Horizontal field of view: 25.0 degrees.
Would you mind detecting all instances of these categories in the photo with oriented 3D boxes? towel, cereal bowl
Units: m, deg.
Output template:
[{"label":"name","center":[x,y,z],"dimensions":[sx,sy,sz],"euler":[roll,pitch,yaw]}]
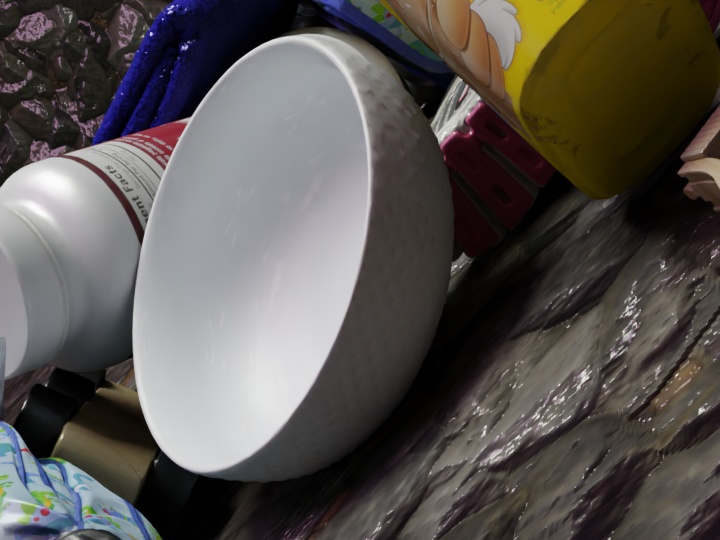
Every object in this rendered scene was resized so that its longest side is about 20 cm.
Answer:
[{"label":"towel","center":[-0.089,-0.146,1.000],"dimensions":[0.200,0.049,0.148],"euler":[-54,-6,-50]},{"label":"cereal bowl","center":[-0.022,0.000,0.738],"dimensions":[0.200,0.083,0.201],"euler":[-25,59,49]}]

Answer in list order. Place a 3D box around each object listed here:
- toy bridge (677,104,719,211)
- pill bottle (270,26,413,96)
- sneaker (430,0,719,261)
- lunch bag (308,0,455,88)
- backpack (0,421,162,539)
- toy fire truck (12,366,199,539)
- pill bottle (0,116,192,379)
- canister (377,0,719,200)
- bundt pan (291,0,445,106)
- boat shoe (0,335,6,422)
[{"label":"toy bridge","center":[0.140,-0.033,0.457],"dimensions":[0.067,0.027,0.200],"euler":[-51,10,-13]},{"label":"pill bottle","center":[-0.022,-0.094,1.033],"dimensions":[0.114,0.114,0.200],"euler":[-46,-1,5]},{"label":"sneaker","center":[0.091,-0.094,0.766],"dimensions":[0.200,0.074,0.088],"euler":[-47,15,29]},{"label":"lunch bag","center":[0.049,-0.218,1.044],"dimensions":[0.171,0.127,0.200],"euler":[-62,-22,3]},{"label":"backpack","center":[-0.149,0.147,0.682],"dimensions":[0.163,0.154,0.200],"euler":[-50,3,2]},{"label":"toy fire truck","center":[-0.175,0.155,0.870],"dimensions":[0.176,0.128,0.201],"euler":[-113,47,-85]},{"label":"pill bottle","center":[-0.124,-0.013,0.866],"dimensions":[0.199,0.113,0.113],"euler":[-23,-10,-44]},{"label":"canister","center":[0.041,-0.130,0.643],"dimensions":[0.087,0.200,0.148],"euler":[-46,-28,5]},{"label":"bundt pan","center":[-0.008,-0.187,1.226],"dimensions":[0.202,0.201,0.076],"euler":[-39,24,38]},{"label":"boat shoe","center":[-0.222,0.075,0.804],"dimensions":[0.072,0.068,0.200],"euler":[-56,-5,-33]}]
